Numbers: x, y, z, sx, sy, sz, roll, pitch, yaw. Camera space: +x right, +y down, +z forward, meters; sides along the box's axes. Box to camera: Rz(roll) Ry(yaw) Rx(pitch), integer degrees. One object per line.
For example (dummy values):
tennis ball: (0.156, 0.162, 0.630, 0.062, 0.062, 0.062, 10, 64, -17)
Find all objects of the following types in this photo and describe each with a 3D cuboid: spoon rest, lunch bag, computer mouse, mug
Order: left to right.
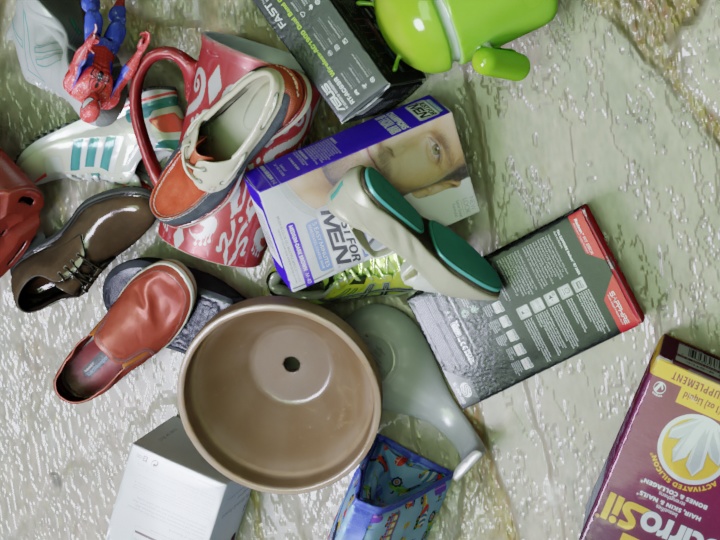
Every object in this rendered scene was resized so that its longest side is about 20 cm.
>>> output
computer mouse: (-0.169, 0.049, 1.583, 0.199, 0.053, 0.139, 27, 114, 2)
mug: (-0.135, -0.123, 1.502, 0.176, 0.133, 0.202, 25, 105, 29)
lunch bag: (0.004, 0.268, 1.491, 0.093, 0.200, 0.152, 26, 105, 9)
spoon rest: (0.051, 0.121, 1.536, 0.099, 0.060, 0.200, -47, 72, 17)

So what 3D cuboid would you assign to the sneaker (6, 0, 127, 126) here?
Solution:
sneaker: (-0.296, -0.207, 1.545, 0.080, 0.070, 0.201, -53, 54, 30)

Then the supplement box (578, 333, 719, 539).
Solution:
supplement box: (0.301, 0.181, 1.445, 0.130, 0.103, 0.202, 22, 105, 9)

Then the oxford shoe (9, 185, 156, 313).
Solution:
oxford shoe: (-0.277, -0.015, 1.571, 0.199, 0.085, 0.073, -33, 133, 25)

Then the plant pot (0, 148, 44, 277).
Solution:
plant pot: (-0.435, -0.084, 1.541, 0.195, 0.201, 0.201, 39, 107, 13)

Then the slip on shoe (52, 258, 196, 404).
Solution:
slip on shoe: (-0.237, 0.067, 1.543, 0.200, 0.061, 0.074, -42, 95, 21)

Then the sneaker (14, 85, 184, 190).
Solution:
sneaker: (-0.261, -0.111, 1.567, 0.198, 0.070, 0.094, -24, 88, 14)

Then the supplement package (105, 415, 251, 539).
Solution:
supplement package: (-0.194, 0.273, 1.593, 0.109, 0.114, 0.202, 21, 106, 12)

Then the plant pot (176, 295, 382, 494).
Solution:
plant pot: (-0.073, 0.110, 1.508, 0.198, 0.093, 0.203, 2, 110, 6)

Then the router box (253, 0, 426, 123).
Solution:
router box: (-0.032, -0.237, 1.441, 0.062, 0.150, 0.201, -36, 88, 18)

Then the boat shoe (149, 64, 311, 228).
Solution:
boat shoe: (-0.128, -0.112, 1.392, 0.200, 0.062, 0.071, -41, 77, 23)

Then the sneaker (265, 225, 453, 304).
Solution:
sneaker: (0.000, 0.000, 1.511, 0.198, 0.076, 0.076, -17, 95, 18)

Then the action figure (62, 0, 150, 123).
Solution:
action figure: (-0.237, -0.233, 1.470, 0.065, 0.202, 0.099, 21, 143, -26)

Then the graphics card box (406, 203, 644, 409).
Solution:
graphics card box: (0.159, 0.036, 1.488, 0.199, 0.051, 0.126, -28, 91, 17)

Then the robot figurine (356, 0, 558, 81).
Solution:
robot figurine: (0.101, -0.256, 1.403, 0.199, 0.116, 0.177, -26, 71, -3)

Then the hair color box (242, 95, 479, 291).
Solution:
hair color box: (0.002, -0.073, 1.448, 0.198, 0.065, 0.110, -24, 117, -10)

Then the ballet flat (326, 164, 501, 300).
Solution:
ballet flat: (0.046, -0.023, 1.420, 0.069, 0.070, 0.200, -42, 118, 17)
